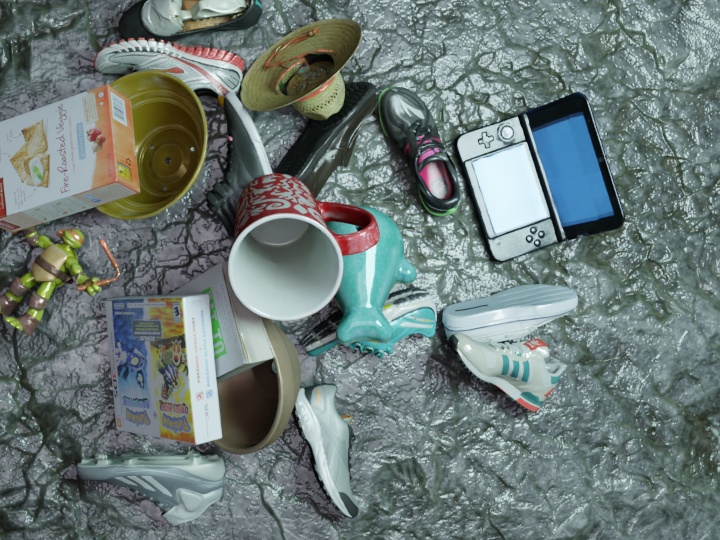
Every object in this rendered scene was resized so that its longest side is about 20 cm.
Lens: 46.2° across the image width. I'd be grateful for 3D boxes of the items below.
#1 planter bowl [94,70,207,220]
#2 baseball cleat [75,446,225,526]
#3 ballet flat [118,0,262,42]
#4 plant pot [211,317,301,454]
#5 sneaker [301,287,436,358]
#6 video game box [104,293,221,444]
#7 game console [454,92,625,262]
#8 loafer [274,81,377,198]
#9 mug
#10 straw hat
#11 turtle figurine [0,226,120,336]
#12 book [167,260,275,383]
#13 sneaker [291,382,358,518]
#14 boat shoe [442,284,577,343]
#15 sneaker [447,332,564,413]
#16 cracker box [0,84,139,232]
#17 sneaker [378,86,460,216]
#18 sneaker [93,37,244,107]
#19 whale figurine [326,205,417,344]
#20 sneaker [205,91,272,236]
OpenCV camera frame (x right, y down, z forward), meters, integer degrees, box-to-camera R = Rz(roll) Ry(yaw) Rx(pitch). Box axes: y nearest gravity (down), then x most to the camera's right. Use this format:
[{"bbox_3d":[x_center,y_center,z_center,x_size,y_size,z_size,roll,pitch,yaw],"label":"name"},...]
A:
[{"bbox_3d":[-0.275,-0.157,1.127,0.200,0.083,0.201,-3,80,18],"label":"planter bowl"},{"bbox_3d":[-0.287,0.299,1.157,0.199,0.070,0.107,1,91,-8],"label":"baseball cleat"},{"bbox_3d":[-0.234,-0.356,1.153,0.199,0.068,0.068,-13,91,-8],"label":"ballet flat"},{"bbox_3d":[-0.146,0.140,1.142,0.093,0.200,0.202,-6,92,-50],"label":"plant pot"},{"bbox_3d":[0.016,0.089,1.199,0.199,0.078,0.080,-16,104,-7],"label":"sneaker"},{"bbox_3d":[-0.261,0.124,1.101,0.047,0.200,0.183,-10,94,-44],"label":"video game box"},{"bbox_3d":[0.252,-0.128,1.205,0.170,0.118,0.201,-19,93,-8],"label":"game console"},{"bbox_3d":[-0.042,-0.181,1.193,0.200,0.073,0.071,-51,136,-9],"label":"loafer"},{"bbox_3d":[-0.080,-0.036,1.063,0.177,0.200,0.134,12,110,-15],"label":"mug"},{"bbox_3d":[-0.063,-0.252,1.148,0.201,0.201,0.085,-39,127,-6],"label":"straw hat"},{"bbox_3d":[-0.426,-0.004,1.133,0.200,0.064,0.161,37,83,12],"label":"turtle figurine"},{"bbox_3d":[-0.207,0.082,1.103,0.048,0.200,0.134,-8,75,-47],"label":"book"},{"bbox_3d":[-0.036,0.254,1.193,0.079,0.074,0.201,-19,94,-13],"label":"sneaker"},{"bbox_3d":[0.218,0.070,1.237,0.199,0.074,0.067,-8,116,-1],"label":"boat shoe"},{"bbox_3d":[0.211,0.122,1.200,0.200,0.070,0.093,35,100,-29],"label":"sneaker"},{"bbox_3d":[-0.388,-0.141,1.085,0.199,0.058,0.135,-15,74,16],"label":"cracker box"},{"bbox_3d":[0.093,-0.174,1.198,0.077,0.084,0.200,-30,95,-7],"label":"sneaker"},{"bbox_3d":[-0.260,-0.266,1.147,0.199,0.078,0.083,6,91,-8],"label":"sneaker"},{"bbox_3d":[0.000,0.000,1.143,0.158,0.104,0.201,0,57,-4],"label":"whale figurine"},{"bbox_3d":[-0.175,-0.136,1.153,0.099,0.071,0.201,-20,106,-7],"label":"sneaker"}]
